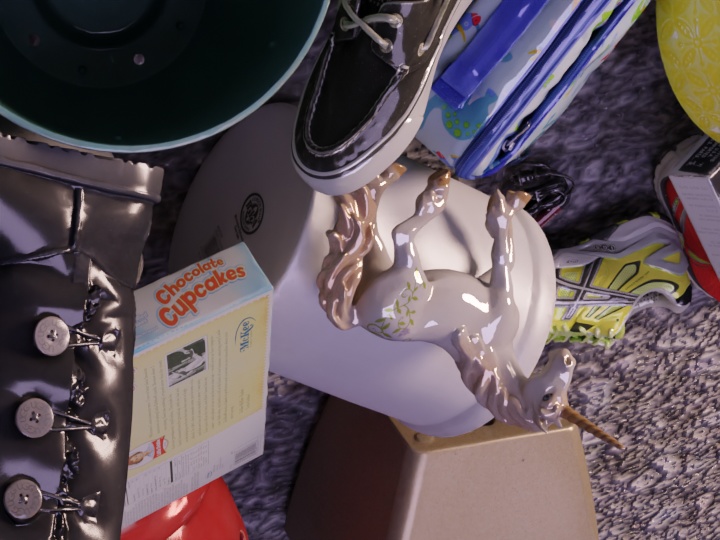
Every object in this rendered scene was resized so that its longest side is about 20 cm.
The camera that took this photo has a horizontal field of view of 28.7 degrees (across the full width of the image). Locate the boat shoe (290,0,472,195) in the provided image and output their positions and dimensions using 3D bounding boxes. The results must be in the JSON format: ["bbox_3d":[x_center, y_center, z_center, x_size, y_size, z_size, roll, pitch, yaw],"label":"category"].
[{"bbox_3d":[0.015,-0.138,0.759,0.201,0.070,0.064,-62,155,-4],"label":"boat shoe"}]

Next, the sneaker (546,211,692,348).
[{"bbox_3d":[0.158,0.025,1.060,0.199,0.077,0.075,-24,160,-3],"label":"sneaker"}]

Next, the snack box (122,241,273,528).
[{"bbox_3d":[-0.109,0.074,0.794,0.116,0.037,0.201,-26,153,-21],"label":"snack box"}]

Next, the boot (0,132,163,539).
[{"bbox_3d":[-0.180,0.039,0.640,0.164,0.066,0.202,10,87,-22],"label":"boot"}]

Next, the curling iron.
[{"bbox_3d":[0.078,-0.008,1.044,0.049,0.026,0.200,39,110,-20],"label":"curling iron"}]

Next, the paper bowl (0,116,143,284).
[{"bbox_3d":[-0.208,-0.040,0.757,0.200,0.201,0.105,21,116,-36],"label":"paper bowl"}]

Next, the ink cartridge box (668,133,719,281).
[{"bbox_3d":[0.332,-0.058,1.035,0.198,0.043,0.201,-45,124,-19],"label":"ink cartridge box"}]

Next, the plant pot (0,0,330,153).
[{"bbox_3d":[-0.125,-0.156,0.701,0.199,0.161,0.202,-1,92,-14],"label":"plant pot"}]

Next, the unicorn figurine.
[{"bbox_3d":[0.061,0.017,0.823,0.198,0.074,0.139,11,86,-14],"label":"unicorn figurine"}]

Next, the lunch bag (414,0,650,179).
[{"bbox_3d":[0.111,-0.150,0.850,0.200,0.082,0.161,-52,172,19],"label":"lunch bag"}]

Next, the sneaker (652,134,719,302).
[{"bbox_3d":[0.287,-0.016,1.093,0.077,0.085,0.200,-37,133,9],"label":"sneaker"}]

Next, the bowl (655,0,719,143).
[{"bbox_3d":[0.300,-0.172,0.901,0.199,0.107,0.202,-4,99,-27],"label":"bowl"}]

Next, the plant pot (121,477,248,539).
[{"bbox_3d":[-0.174,0.187,0.966,0.199,0.201,0.184,-14,126,-14],"label":"plant pot"}]

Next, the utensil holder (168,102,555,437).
[{"bbox_3d":[0.000,0.000,0.915,0.199,0.170,0.170,24,114,-35],"label":"utensil holder"}]

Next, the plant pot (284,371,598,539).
[{"bbox_3d":[0.067,0.164,1.077,0.198,0.200,0.178,-6,118,-21],"label":"plant pot"}]
